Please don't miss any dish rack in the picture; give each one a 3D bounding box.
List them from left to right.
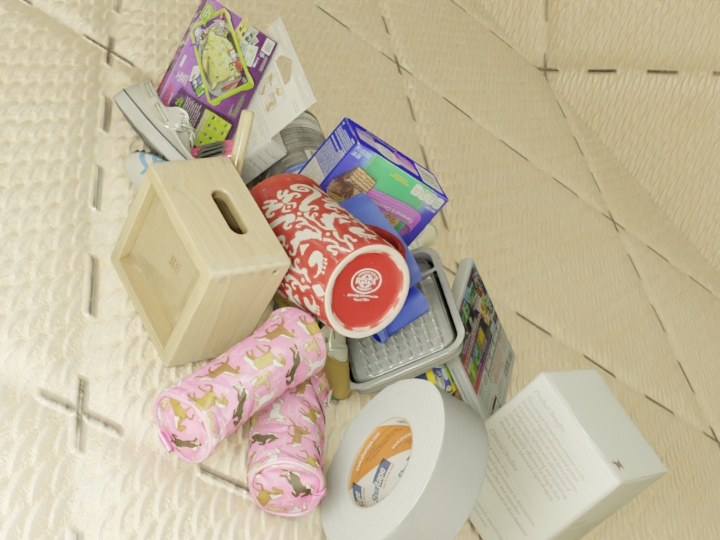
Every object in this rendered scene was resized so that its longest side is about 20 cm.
[{"bbox_3d":[0.045,0.070,1.631,0.201,0.171,0.044,-106,171,-48],"label":"dish rack"}]

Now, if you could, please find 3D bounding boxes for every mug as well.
[{"bbox_3d":[-0.026,-0.024,1.399,0.200,0.177,0.134,35,-32,52],"label":"mug"}]

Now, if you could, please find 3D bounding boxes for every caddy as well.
[{"bbox_3d":[0.000,0.000,1.580,0.200,0.105,0.142,54,-13,39],"label":"caddy"}]

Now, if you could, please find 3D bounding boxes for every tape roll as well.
[{"bbox_3d":[0.044,0.216,1.329,0.066,0.200,0.201,33,27,-26],"label":"tape roll"}]

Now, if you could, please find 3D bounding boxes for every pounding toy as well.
[{"bbox_3d":[-0.165,-0.039,1.367,0.142,0.184,0.201,-9,56,-38],"label":"pounding toy"}]

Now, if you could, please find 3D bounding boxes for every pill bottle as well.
[{"bbox_3d":[-0.100,-0.165,1.800,0.113,0.114,0.201,22,33,-42],"label":"pill bottle"}]

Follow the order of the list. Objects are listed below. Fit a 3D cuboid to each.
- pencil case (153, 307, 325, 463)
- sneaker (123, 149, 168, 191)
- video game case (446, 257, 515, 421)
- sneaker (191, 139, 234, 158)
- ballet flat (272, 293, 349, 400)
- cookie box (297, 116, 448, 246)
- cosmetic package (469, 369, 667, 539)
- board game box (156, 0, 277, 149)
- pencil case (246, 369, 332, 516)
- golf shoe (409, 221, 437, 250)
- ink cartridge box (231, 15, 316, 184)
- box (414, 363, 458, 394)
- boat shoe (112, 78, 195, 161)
[{"bbox_3d":[-0.121,0.114,1.280,0.082,0.087,0.200,23,37,28],"label":"pencil case"},{"bbox_3d":[-0.229,-0.071,1.511,0.072,0.072,0.200,-34,65,-25],"label":"sneaker"},{"bbox_3d":[0.162,0.109,1.741,0.183,0.023,0.200,64,27,-25],"label":"video game case"},{"bbox_3d":[-0.181,-0.096,1.626,0.200,0.078,0.096,-102,179,-55],"label":"sneaker"},{"bbox_3d":[-0.057,0.067,1.568,0.068,0.063,0.201,10,42,-55],"label":"ballet flat"},{"bbox_3d":[-0.012,-0.077,1.689,0.171,0.200,0.075,29,23,-32],"label":"cookie box"},{"bbox_3d":[0.242,0.251,1.594,0.166,0.200,0.168,5,47,-56],"label":"cosmetic package"},{"bbox_3d":[-0.205,-0.255,1.709,0.120,0.201,0.032,33,-15,-32],"label":"board game box"},{"bbox_3d":[-0.075,0.175,1.351,0.200,0.086,0.083,-89,161,-58],"label":"pencil case"},{"bbox_3d":[0.056,-0.030,1.918,0.199,0.078,0.098,-1,68,-52],"label":"golf shoe"},{"bbox_3d":[-0.142,-0.235,1.761,0.045,0.176,0.201,37,23,-45],"label":"ink cartridge box"},{"bbox_3d":[0.105,0.127,1.708,0.200,0.064,0.070,-31,104,-66],"label":"box"},{"bbox_3d":[-0.243,-0.177,1.593,0.200,0.066,0.072,46,-11,40],"label":"boat shoe"}]
